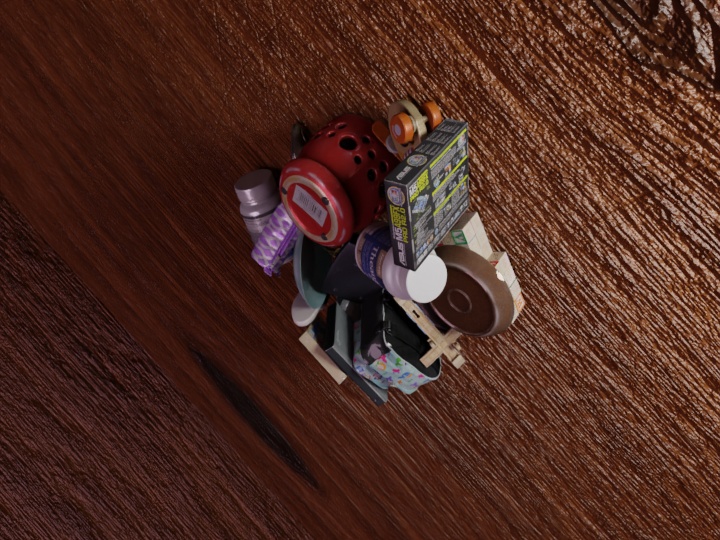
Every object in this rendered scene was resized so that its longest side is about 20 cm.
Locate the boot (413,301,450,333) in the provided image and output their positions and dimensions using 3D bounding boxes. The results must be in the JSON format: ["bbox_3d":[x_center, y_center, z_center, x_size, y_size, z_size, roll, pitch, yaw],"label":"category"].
[{"bbox_3d":[0.151,0.016,1.202,0.184,0.064,0.203,34,139,15],"label":"boot"}]

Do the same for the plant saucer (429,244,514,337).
[{"bbox_3d":[0.189,0.048,1.105,0.197,0.034,0.204,29,142,25],"label":"plant saucer"}]

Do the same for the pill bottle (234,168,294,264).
[{"bbox_3d":[-0.218,-0.124,1.411,0.111,0.114,0.205,12,132,39],"label":"pill bottle"}]

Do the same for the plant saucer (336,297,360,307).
[{"bbox_3d":[0.024,0.092,1.438,0.196,0.027,0.204,28,141,25],"label":"plant saucer"}]

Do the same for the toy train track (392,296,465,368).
[{"bbox_3d":[0.140,0.120,1.194,0.200,0.115,0.033,46,-177,-9],"label":"toy train track"}]

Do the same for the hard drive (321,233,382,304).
[{"bbox_3d":[0.000,0.000,1.277,0.131,0.043,0.201,17,144,-12],"label":"hard drive"}]

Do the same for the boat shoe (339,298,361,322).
[{"bbox_3d":[-0.001,0.142,1.424,0.084,0.075,0.205,21,145,22],"label":"boat shoe"}]

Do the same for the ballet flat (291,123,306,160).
[{"bbox_3d":[-0.114,-0.199,1.235,0.067,0.045,0.208,34,-131,-88],"label":"ballet flat"}]

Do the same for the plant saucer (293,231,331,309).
[{"bbox_3d":[-0.111,-0.020,1.317,0.037,0.204,0.206,1,130,16],"label":"plant saucer"}]

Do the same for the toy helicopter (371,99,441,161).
[{"bbox_3d":[0.083,-0.193,1.045,0.131,0.077,0.206,26,136,54],"label":"toy helicopter"}]

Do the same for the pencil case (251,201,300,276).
[{"bbox_3d":[-0.168,-0.089,1.330,0.082,0.203,0.086,26,-166,-24],"label":"pencil case"}]

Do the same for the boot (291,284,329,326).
[{"bbox_3d":[-0.107,0.074,1.428,0.070,0.204,0.092,0,134,16],"label":"boot"}]

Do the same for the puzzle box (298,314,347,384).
[{"bbox_3d":[-0.073,0.175,1.363,0.133,0.025,0.200,48,-173,-3],"label":"puzzle box"}]

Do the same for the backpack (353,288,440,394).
[{"bbox_3d":[0.080,0.164,1.289,0.197,0.181,0.150,31,127,-27],"label":"backpack"}]

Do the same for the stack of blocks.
[{"bbox_3d":[0.215,-0.003,1.109,0.113,0.059,0.204,-1,123,47],"label":"stack of blocks"}]

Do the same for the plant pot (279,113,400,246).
[{"bbox_3d":[-0.044,-0.160,1.132,0.197,0.182,0.204,30,144,24],"label":"plant pot"}]

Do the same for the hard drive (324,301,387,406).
[{"bbox_3d":[-0.009,0.184,1.323,0.032,0.142,0.201,-29,121,21],"label":"hard drive"}]

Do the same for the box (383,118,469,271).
[{"bbox_3d":[0.114,-0.125,0.974,0.043,0.200,0.164,17,138,31],"label":"box"}]

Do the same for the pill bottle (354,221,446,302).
[{"bbox_3d":[0.073,-0.014,1.088,0.199,0.109,0.113,36,154,61],"label":"pill bottle"}]

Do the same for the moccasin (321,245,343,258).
[{"bbox_3d":[-0.054,-0.071,1.316,0.072,0.078,0.206,20,137,32],"label":"moccasin"}]
